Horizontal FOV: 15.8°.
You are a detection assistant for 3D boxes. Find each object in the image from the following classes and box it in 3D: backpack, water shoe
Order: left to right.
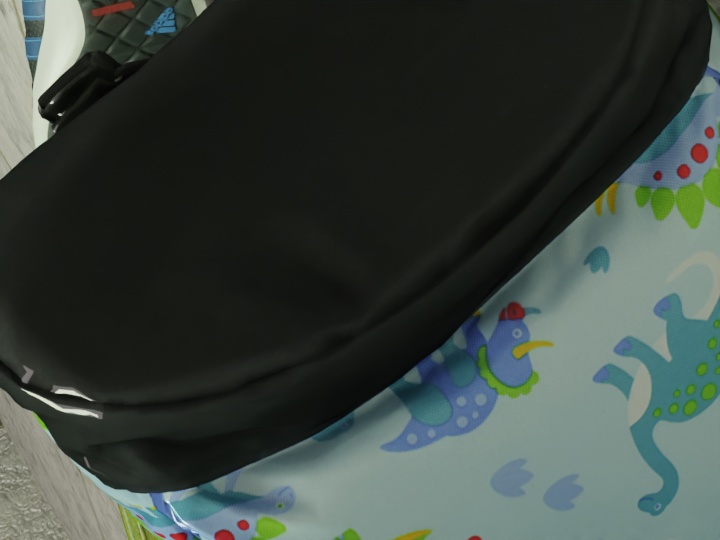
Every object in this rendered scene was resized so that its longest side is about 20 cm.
[{"bbox_3d":[-0.093,-0.111,0.963,0.200,0.071,0.079,96,160,-46],"label":"water shoe"},{"bbox_3d":[0.032,0.031,0.535,0.154,0.163,0.200,46,169,31],"label":"backpack"}]

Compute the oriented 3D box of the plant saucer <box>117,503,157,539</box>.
[{"bbox_3d":[-0.050,0.074,0.842,0.200,0.048,0.200,89,162,-52],"label":"plant saucer"}]
